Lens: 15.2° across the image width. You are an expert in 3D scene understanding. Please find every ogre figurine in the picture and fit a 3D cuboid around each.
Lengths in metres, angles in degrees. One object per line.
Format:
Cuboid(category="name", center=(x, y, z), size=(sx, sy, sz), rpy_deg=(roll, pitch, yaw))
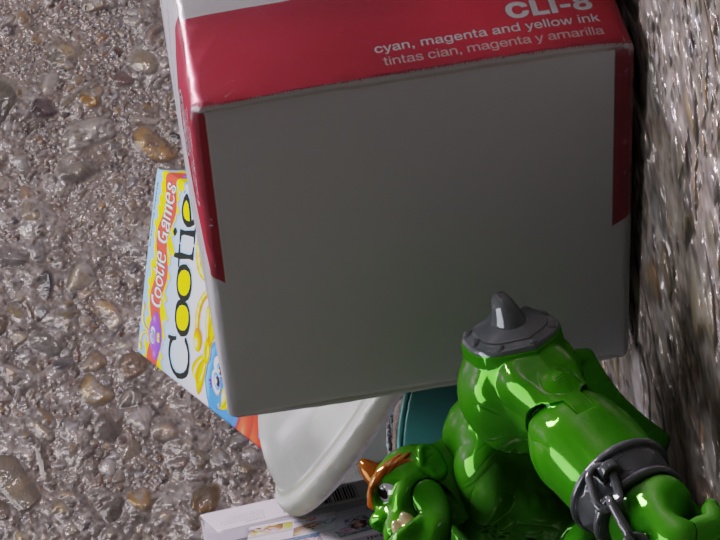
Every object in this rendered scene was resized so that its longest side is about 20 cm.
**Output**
Cuboid(category="ogre figurine", center=(0.064, 0.090, 0.859), size=(0.120, 0.098, 0.200), rpy_deg=(60, -179, 26))

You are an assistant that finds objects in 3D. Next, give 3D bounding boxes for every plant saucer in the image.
Cuboid(category="plant saucer", center=(0.000, 0.000, 1.098), size=(0.201, 0.050, 0.200), rpy_deg=(-59, 9, 15))

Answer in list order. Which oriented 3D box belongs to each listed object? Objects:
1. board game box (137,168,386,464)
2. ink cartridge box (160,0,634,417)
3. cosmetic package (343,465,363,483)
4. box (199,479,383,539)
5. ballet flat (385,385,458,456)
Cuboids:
Cuboid(category="board game box", center=(-0.028, 0.019, 1.354), size=(0.200, 0.102, 0.106), rpy_deg=(-151, 65, -63))
Cuboid(category="ink cartridge box", center=(0.005, -0.077, 0.942), size=(0.201, 0.143, 0.146), rpy_deg=(-104, 6, -45))
Cuboid(category="cosmetic package", center=(0.013, 0.067, 1.448), size=(0.051, 0.082, 0.200), rpy_deg=(43, -166, -25))
Cuboid(category="box", center=(0.019, 0.122, 1.048), size=(0.200, 0.155, 0.042), rpy_deg=(-125, 23, -79))
Cuboid(category="ballet flat", center=(0.052, 0.105, 1.217), size=(0.074, 0.074, 0.202), rpy_deg=(-111, 17, -71))
